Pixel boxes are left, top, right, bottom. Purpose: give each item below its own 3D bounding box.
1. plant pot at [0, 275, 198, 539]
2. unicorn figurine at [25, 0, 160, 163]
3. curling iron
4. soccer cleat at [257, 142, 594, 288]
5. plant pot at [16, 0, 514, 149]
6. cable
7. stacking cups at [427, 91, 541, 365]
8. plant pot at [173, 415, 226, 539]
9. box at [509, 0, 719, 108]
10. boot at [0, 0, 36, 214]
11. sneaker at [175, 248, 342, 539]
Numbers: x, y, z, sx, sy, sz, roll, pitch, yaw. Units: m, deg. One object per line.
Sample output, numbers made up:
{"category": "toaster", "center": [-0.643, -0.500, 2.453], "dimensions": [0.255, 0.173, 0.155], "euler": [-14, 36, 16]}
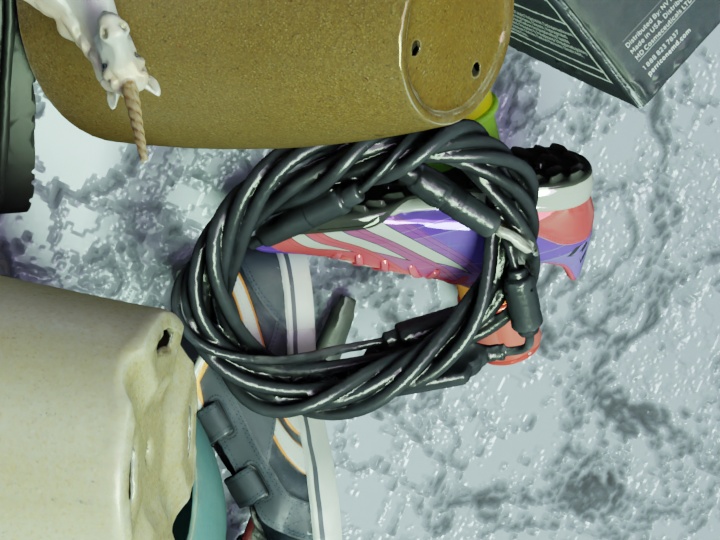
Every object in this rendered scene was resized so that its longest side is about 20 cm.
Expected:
{"category": "plant pot", "center": [-0.177, 0.079, 1.039], "dimensions": [0.182, 0.201, 0.202], "euler": [4, 109, 9]}
{"category": "unicorn figurine", "center": [-0.156, -0.154, 1.007], "dimensions": [0.074, 0.199, 0.138], "euler": [-41, 143, -42]}
{"category": "curling iron", "center": [-0.048, 0.107, 1.282], "dimensions": [0.025, 0.049, 0.202], "euler": [21, 92, -31]}
{"category": "soccer cleat", "center": [0.030, -0.020, 1.217], "dimensions": [0.198, 0.068, 0.074], "euler": [-6, 117, -4]}
{"category": "plant pot", "center": [-0.031, -0.136, 1.079], "dimensions": [0.186, 0.199, 0.188], "euler": [-26, 123, -48]}
{"category": "cable", "center": [0.000, 0.000, 1.155], "dimensions": [0.198, 0.051, 0.164], "euler": [-7, 125, -8]}
{"category": "stacking cups", "center": [0.067, -0.041, 1.281], "dimensions": [0.060, 0.060, 0.201], "euler": [-27, 121, -15]}
{"category": "plant pot", "center": [-0.151, 0.138, 1.174], "dimensions": [0.201, 0.200, 0.135], "euler": [-52, 154, -1]}
{"category": "box", "center": [0.082, -0.212, 1.142], "dimensions": [0.123, 0.200, 0.198], "euler": [-47, 121, -3]}
{"category": "boot", "center": [-0.241, -0.111, 1.089], "dimensions": [0.156, 0.079, 0.213], "euler": [-7, 110, -23]}
{"category": "sneaker", "center": [-0.059, 0.087, 1.224], "dimensions": [0.079, 0.078, 0.202], "euler": [-5, 77, -15]}
